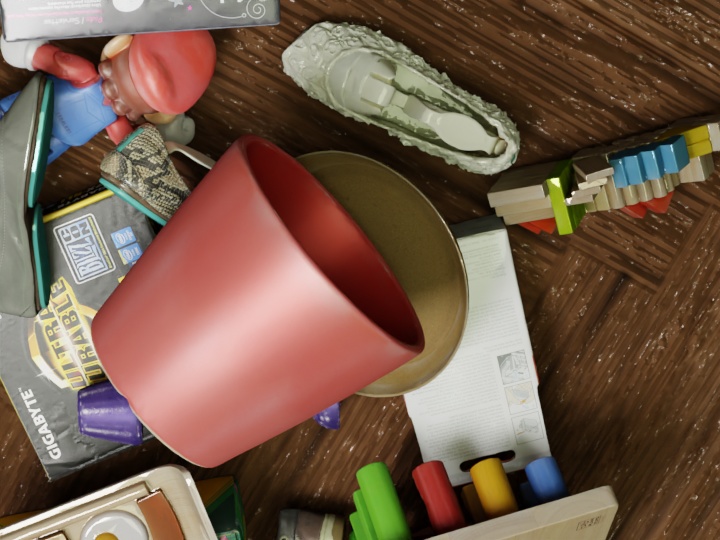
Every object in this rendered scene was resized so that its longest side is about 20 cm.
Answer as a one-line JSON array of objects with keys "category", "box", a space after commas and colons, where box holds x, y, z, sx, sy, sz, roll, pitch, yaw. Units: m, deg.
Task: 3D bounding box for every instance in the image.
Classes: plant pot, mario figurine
[{"category": "plant pot", "box": [0.000, 0.000, 1.634, 0.199, 0.027, 0.201, 13, 117, 27]}, {"category": "plant pot", "box": [-0.083, 0.032, 1.527, 0.177, 0.201, 0.201, -39, 105, 13]}, {"category": "mario figurine", "box": [-0.200, -0.137, 1.610, 0.199, 0.123, 0.106, -22, 69, 11]}]

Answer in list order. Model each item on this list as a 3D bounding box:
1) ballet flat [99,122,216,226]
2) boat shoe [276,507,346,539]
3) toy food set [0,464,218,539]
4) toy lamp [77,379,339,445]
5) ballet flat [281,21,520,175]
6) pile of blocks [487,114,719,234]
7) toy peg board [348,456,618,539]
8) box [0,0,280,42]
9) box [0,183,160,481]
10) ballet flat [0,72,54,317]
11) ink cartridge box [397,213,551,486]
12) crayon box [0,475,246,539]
[{"category": "ballet flat", "box": [-0.119, -0.041, 1.616, 0.075, 0.068, 0.200, -50, 134, -10]}, {"category": "boat shoe", "box": [-0.066, 0.283, 1.740, 0.065, 0.073, 0.201, 19, 101, 2]}, {"category": "toy food set", "box": [-0.193, 0.245, 1.594, 0.199, 0.060, 0.144, -21, 106, 1]}, {"category": "toy lamp", "box": [-0.117, 0.102, 1.637, 0.199, 0.058, 0.058, -5, 107, -5]}, {"category": "ballet flat", "box": [0.037, -0.131, 1.625, 0.199, 0.072, 0.072, 24, 103, -10]}, {"category": "pile of blocks", "box": [0.199, -0.062, 1.648, 0.199, 0.082, 0.062, -17, 107, 0]}, {"category": "toy peg board", "box": [0.081, 0.206, 1.678, 0.198, 0.200, 0.098, -16, 64, -11]}, {"category": "box", "box": [-0.161, -0.238, 1.544, 0.199, 0.132, 0.115, -3, 110, -3]}, {"category": "box", "box": [-0.211, 0.044, 1.666, 0.159, 0.049, 0.201, -22, 106, 0]}, {"category": "ballet flat", "box": [-0.258, -0.053, 1.559, 0.063, 0.067, 0.201, 6, 122, -1]}, {"category": "ink cartridge box", "box": [0.081, 0.066, 1.694, 0.108, 0.050, 0.201, -13, 108, 0]}, {"category": "crayon box", "box": [-0.189, 0.225, 1.682, 0.199, 0.119, 0.059, -10, 106, -2]}]
